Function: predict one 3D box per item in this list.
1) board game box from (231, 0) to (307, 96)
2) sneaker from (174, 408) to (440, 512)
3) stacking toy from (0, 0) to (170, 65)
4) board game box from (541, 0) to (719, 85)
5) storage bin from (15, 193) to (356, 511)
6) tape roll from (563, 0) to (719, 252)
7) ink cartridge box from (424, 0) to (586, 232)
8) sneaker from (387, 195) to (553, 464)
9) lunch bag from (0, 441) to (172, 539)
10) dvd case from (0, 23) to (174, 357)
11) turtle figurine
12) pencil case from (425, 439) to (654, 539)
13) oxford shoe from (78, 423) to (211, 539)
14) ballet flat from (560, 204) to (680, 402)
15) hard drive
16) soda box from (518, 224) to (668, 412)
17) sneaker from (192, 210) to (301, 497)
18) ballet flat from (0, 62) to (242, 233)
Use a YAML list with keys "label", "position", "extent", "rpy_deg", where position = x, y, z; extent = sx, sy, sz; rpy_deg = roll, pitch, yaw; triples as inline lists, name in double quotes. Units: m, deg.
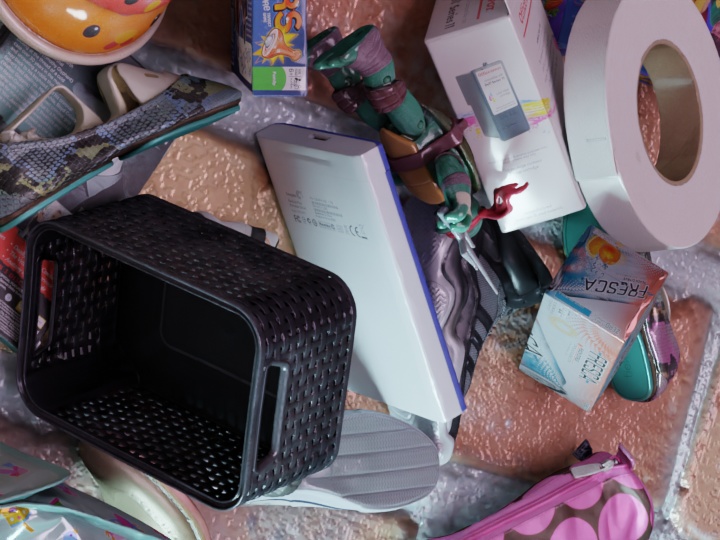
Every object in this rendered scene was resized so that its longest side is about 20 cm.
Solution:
- label: "board game box"
  position: [-0.060, -0.185, 1.451]
  extent: [0.034, 0.200, 0.136]
  rpy_deg: [-1, 100, -7]
- label: "sneaker"
  position: [-0.040, 0.131, 1.592]
  extent: [0.200, 0.071, 0.073]
  rpy_deg: [7, 84, -31]
- label: "stacking toy"
  position: [-0.131, -0.215, 1.373]
  extent: [0.146, 0.200, 0.146]
  rpy_deg: [10, 73, -36]
- label: "board game box"
  position: [0.222, -0.215, 1.747]
  extent: [0.200, 0.045, 0.135]
  rpy_deg: [14, 89, -37]
- label: "storage bin"
  position: [-0.111, 0.047, 1.425]
  extent: [0.094, 0.200, 0.135]
  rpy_deg: [-19, 124, -48]
- label: "tape roll"
  position: [0.211, -0.113, 1.660]
  extent: [0.203, 0.037, 0.203]
  rpy_deg: [10, 78, -55]
- label: "ink cartridge box"
  position: [0.101, -0.144, 1.622]
  extent: [0.117, 0.067, 0.200]
  rpy_deg: [-74, 144, -60]
- label: "sneaker"
  position: [0.083, 0.042, 1.666]
  extent: [0.114, 0.075, 0.200]
  rpy_deg: [-2, 97, -34]
- label: "lunch bag"
  position: [-0.224, 0.169, 1.398]
  extent: [0.200, 0.170, 0.122]
  rpy_deg: [31, 80, -39]
- label: "dvd case"
  position: [-0.211, -0.065, 1.464]
  extent: [0.146, 0.022, 0.200]
  rpy_deg: [42, 73, -34]
- label: "turtle figurine"
  position: [0.029, -0.074, 1.569]
  extent: [0.101, 0.150, 0.200]
  rpy_deg: [-44, 110, -34]
- label: "pencil case"
  position: [0.128, 0.204, 1.722]
  extent: [0.200, 0.091, 0.094]
  rpy_deg: [-26, 147, -33]
- label: "oxford shoe"
  position: [-0.141, 0.188, 1.529]
  extent: [0.075, 0.070, 0.200]
  rpy_deg: [-40, 118, -19]
- label: "ballet flat"
  position: [0.205, 0.007, 1.767]
  extent: [0.071, 0.069, 0.200]
  rpy_deg: [-47, 128, -43]
- label: "hard drive"
  position: [0.000, 0.000, 1.561]
  extent: [0.025, 0.132, 0.200]
  rpy_deg: [-30, 114, -26]
- label: "soda box"
  position: [0.166, 0.038, 1.659]
  extent: [0.068, 0.200, 0.064]
  rpy_deg: [32, 73, 9]
- label: "sneaker"
  position: [-0.065, 0.053, 1.524]
  extent: [0.080, 0.074, 0.200]
  rpy_deg: [2, 68, -46]
- label: "ballet flat"
  position: [-0.163, -0.094, 1.444]
  extent: [0.200, 0.074, 0.074]
  rpy_deg: [-30, 115, -34]
